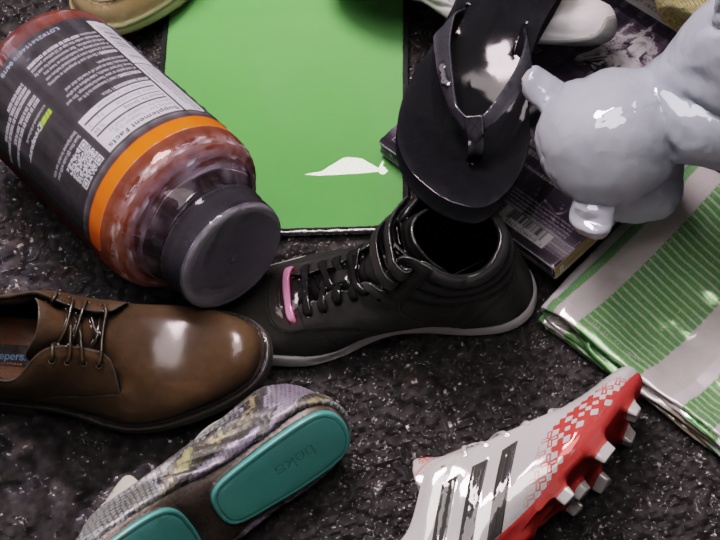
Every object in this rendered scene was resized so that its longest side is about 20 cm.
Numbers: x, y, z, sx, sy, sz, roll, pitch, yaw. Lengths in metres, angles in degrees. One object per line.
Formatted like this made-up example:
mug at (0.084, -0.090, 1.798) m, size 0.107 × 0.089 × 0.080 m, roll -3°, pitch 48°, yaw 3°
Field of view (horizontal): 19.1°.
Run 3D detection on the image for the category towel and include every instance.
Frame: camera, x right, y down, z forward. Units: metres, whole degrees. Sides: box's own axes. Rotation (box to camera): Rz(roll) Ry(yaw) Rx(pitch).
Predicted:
towel at (0.222, 0.033, 1.221) m, size 0.200 × 0.023 × 0.153 m, roll 37°, pitch 69°, yaw 23°

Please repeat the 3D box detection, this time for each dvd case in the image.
dvd case at (0.132, -0.098, 1.296) m, size 0.200 × 0.016 × 0.149 m, roll -42°, pitch 58°, yaw -19°

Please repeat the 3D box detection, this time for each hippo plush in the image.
hippo plush at (0.184, -0.069, 1.164) m, size 0.160 × 0.200 × 0.160 m, roll -30°, pitch 77°, yaw 14°

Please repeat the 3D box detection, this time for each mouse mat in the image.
mouse mat at (-0.049, -0.108, 1.336) m, size 0.160 × 0.008 × 0.201 m, roll -1°, pitch 59°, yaw 4°

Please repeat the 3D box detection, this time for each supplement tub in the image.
supplement tub at (-0.133, -0.062, 1.247) m, size 0.107 × 0.107 × 0.200 m, roll -38°, pitch 56°, yaw -15°

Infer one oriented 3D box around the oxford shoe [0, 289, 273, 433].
oxford shoe at (-0.150, 0.047, 1.202) m, size 0.199 × 0.084 × 0.073 m, roll -2°, pitch 69°, yaw 10°

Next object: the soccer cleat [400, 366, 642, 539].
soccer cleat at (0.075, 0.115, 1.164) m, size 0.085 × 0.069 × 0.200 m, roll 39°, pitch 75°, yaw 19°

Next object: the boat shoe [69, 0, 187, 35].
boat shoe at (-0.118, -0.233, 1.376) m, size 0.073 × 0.063 × 0.200 m, roll 28°, pitch 64°, yaw 22°

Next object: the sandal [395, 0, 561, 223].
sandal at (0.069, -0.120, 1.211) m, size 0.076 × 0.043 × 0.201 m, roll 14°, pitch 63°, yaw 3°

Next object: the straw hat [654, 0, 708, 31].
straw hat at (0.219, -0.179, 1.273) m, size 0.200 × 0.201 × 0.086 m, roll 1°, pitch 90°, yaw 6°

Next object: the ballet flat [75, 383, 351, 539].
ballet flat at (-0.097, 0.129, 1.181) m, size 0.200 × 0.072 × 0.072 m, roll -35°, pitch 63°, yaw -14°

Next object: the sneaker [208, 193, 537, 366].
sneaker at (0.000, 0.000, 1.217) m, size 0.199 × 0.099 × 0.071 m, roll -6°, pitch 62°, yaw 3°

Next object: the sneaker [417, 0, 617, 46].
sneaker at (0.069, -0.191, 1.303) m, size 0.200 × 0.070 × 0.081 m, roll 24°, pitch 106°, yaw 24°
